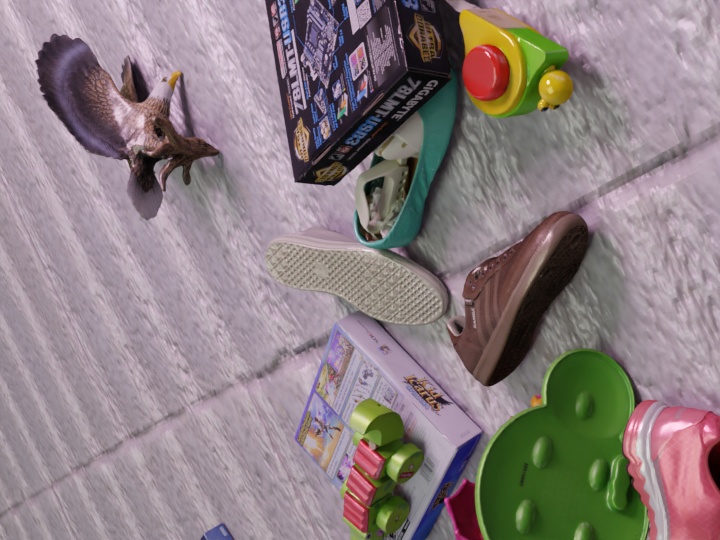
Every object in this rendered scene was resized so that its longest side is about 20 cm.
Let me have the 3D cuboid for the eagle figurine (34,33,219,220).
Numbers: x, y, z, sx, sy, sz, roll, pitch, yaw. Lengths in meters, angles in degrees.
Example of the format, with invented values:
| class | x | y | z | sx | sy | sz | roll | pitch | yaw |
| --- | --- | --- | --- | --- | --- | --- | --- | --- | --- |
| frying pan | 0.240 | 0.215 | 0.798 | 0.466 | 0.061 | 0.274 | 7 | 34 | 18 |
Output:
| class | x | y | z | sx | sy | sz | roll | pitch | yaw |
| --- | --- | --- | --- | --- | --- | --- | --- | --- | --- |
| eagle figurine | -0.257 | -0.171 | 1.247 | 0.199 | 0.151 | 0.152 | 28 | 140 | 25 |

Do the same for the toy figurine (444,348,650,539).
| class | x | y | z | sx | sy | sz | roll | pitch | yaw |
| --- | --- | --- | --- | --- | --- | --- | --- | --- | --- |
| toy figurine | 0.141 | 0.178 | 0.952 | 0.149 | 0.201 | 0.184 | 21 | 160 | -10 |

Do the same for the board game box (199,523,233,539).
| class | x | y | z | sx | sy | sz | roll | pitch | yaw |
| --- | --- | --- | --- | --- | --- | --- | --- | --- | --- |
| board game box | -0.170 | 0.468 | 1.549 | 0.200 | 0.034 | 0.136 | 53 | 140 | 17 |

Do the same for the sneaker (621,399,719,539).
| class | x | y | z | sx | sy | sz | roll | pitch | yaw |
| --- | --- | --- | --- | --- | --- | --- | --- | --- | --- |
| sneaker | 0.266 | 0.196 | 0.850 | 0.086 | 0.074 | 0.201 | -8 | 104 | 47 |

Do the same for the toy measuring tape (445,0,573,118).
| class | x | y | z | sx | sy | sz | roll | pitch | yaw |
| --- | --- | --- | --- | --- | --- | --- | --- | --- | --- |
| toy measuring tape | 0.090 | -0.171 | 0.873 | 0.200 | 0.073 | 0.074 | 41 | 137 | 39 |

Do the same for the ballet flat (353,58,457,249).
| class | x | y | z | sx | sy | sz | roll | pitch | yaw |
| --- | --- | --- | --- | --- | --- | --- | --- | --- | --- |
| ballet flat | 0.033 | -0.096 | 0.974 | 0.067 | 0.070 | 0.201 | 42 | 136 | 32 |

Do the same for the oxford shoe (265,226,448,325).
| class | x | y | z | sx | sy | sz | roll | pitch | yaw |
| --- | --- | --- | --- | --- | --- | --- | --- | --- | --- |
| oxford shoe | 0.000 | 0.000 | 1.084 | 0.199 | 0.058 | 0.076 | 15 | 115 | 28 |

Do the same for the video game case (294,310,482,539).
| class | x | y | z | sx | sy | sz | roll | pitch | yaw |
| --- | --- | --- | --- | --- | --- | --- | --- | --- | --- |
| video game case | 0.022 | 0.170 | 1.151 | 0.181 | 0.045 | 0.201 | 44 | 138 | 24 |

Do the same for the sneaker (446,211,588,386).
| class | x | y | z | sx | sy | sz | roll | pitch | yaw |
| --- | --- | --- | --- | --- | --- | --- | --- | --- | --- |
| sneaker | 0.119 | 0.015 | 0.931 | 0.076 | 0.070 | 0.201 | 47 | 138 | 25 |

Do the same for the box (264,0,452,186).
| class | x | y | z | sx | sy | sz | roll | pitch | yaw |
| --- | --- | --- | --- | --- | --- | --- | --- | --- | --- |
| box | -0.010 | -0.202 | 0.934 | 0.198 | 0.049 | 0.202 | -39 | 55 | 53 |

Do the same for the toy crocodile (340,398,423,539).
| class | x | y | z | sx | sy | sz | roll | pitch | yaw |
| --- | --- | --- | --- | --- | --- | --- | --- | --- | --- |
| toy crocodile | 0.012 | 0.208 | 1.097 | 0.067 | 0.062 | 0.201 | 37 | 135 | 31 |
